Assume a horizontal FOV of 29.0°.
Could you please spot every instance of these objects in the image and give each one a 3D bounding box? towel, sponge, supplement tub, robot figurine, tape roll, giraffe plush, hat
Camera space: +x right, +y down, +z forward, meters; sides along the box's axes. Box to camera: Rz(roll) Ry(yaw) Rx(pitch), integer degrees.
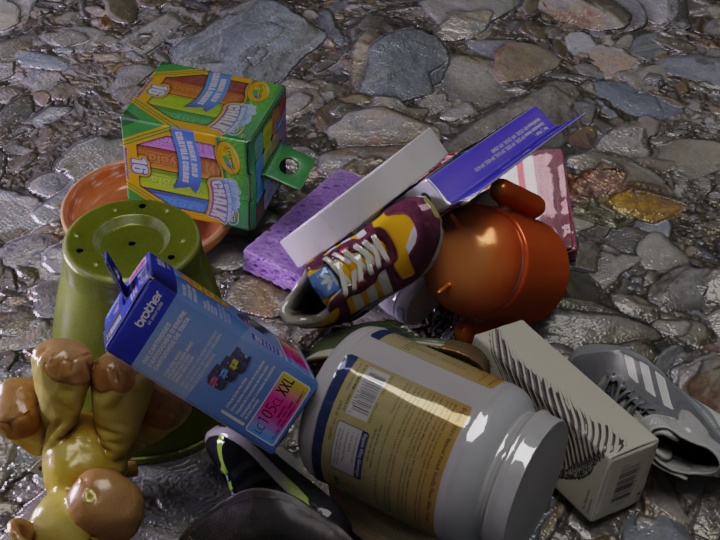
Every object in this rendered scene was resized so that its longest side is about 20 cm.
[{"bbox_3d":[0.144,-0.076,1.598,0.197,0.023,0.146,-2,61,-4],"label":"towel"},{"bbox_3d":[-0.033,-0.042,1.585,0.111,0.030,0.200,23,43,23],"label":"sponge"},{"bbox_3d":[0.062,0.146,1.185,0.198,0.146,0.144,22,43,24],"label":"supplement tub"},{"bbox_3d":[0.139,-0.007,1.436,0.199,0.144,0.117,10,44,-53],"label":"robot figurine"},{"bbox_3d":[0.004,-0.076,1.466,0.202,0.202,0.037,-39,93,-39],"label":"tape roll"},{"bbox_3d":[-0.239,0.183,1.192,0.171,0.201,0.163,14,40,-22],"label":"giraffe plush"},{"bbox_3d":[-0.063,0.278,1.136,0.198,0.081,0.203,-3,81,17],"label":"hat"}]

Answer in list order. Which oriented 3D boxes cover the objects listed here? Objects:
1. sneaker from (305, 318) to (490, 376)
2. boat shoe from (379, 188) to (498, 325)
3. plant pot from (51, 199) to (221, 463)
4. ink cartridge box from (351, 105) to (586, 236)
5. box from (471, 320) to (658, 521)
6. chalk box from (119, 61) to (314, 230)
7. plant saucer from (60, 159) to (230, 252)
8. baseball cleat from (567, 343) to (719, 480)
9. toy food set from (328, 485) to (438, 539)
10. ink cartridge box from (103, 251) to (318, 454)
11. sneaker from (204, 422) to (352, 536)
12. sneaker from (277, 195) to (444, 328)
[{"bbox_3d":[0.040,0.079,1.381,0.198,0.068,0.090,-4,28,24],"label":"sneaker"},{"bbox_3d":[0.086,-0.025,1.521,0.068,0.072,0.200,28,67,28],"label":"boat shoe"},{"bbox_3d":[-0.213,0.045,1.340,0.197,0.195,0.202,1,39,-1],"label":"plant pot"},{"bbox_3d":[0.110,-0.102,1.447,0.198,0.199,0.044,-36,94,-39],"label":"ink cartridge box"},{"bbox_3d":[0.184,0.139,1.321,0.068,0.083,0.200,-14,39,-33],"label":"box"},{"bbox_3d":[-0.152,-0.136,1.564,0.197,0.125,0.125,11,40,11],"label":"chalk box"},{"bbox_3d":[-0.241,-0.061,1.596,0.197,0.038,0.201,2,39,-1],"label":"plant saucer"},{"bbox_3d":[0.270,0.131,1.331,0.199,0.071,0.106,28,19,29],"label":"baseball cleat"},{"bbox_3d":[0.069,0.197,1.277,0.196,0.049,0.200,-20,43,-24],"label":"toy food set"},{"bbox_3d":[-0.143,0.059,1.183,0.199,0.077,0.136,32,3,-14],"label":"ink cartridge box"},{"bbox_3d":[-0.093,0.206,1.241,0.083,0.072,0.199,-45,43,-16],"label":"sneaker"},{"bbox_3d":[0.000,0.000,1.375,0.090,0.200,0.075,-14,66,-48],"label":"sneaker"}]
